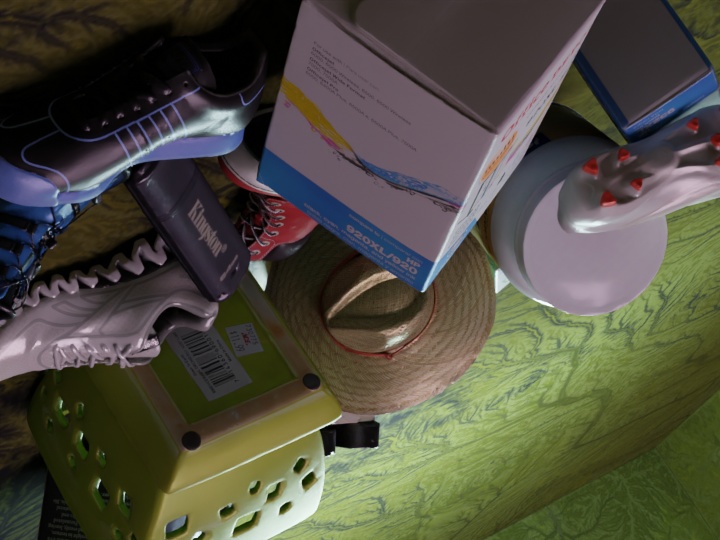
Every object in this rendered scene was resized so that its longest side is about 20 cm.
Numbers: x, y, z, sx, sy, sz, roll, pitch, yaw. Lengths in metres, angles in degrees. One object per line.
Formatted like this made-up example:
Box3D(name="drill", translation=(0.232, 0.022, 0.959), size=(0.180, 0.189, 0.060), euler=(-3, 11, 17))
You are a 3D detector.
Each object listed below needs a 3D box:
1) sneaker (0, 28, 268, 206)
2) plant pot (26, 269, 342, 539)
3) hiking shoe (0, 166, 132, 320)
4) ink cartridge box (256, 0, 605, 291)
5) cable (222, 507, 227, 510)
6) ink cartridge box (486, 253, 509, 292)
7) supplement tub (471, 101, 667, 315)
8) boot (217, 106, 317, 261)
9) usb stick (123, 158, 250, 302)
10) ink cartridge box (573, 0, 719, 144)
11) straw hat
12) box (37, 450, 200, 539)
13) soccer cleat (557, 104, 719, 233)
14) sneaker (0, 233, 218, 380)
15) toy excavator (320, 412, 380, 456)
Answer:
Box3D(name="sneaker", translation=(-0.140, -0.100, 0.933), size=(0.199, 0.070, 0.078), euler=(-22, 151, -41))
Box3D(name="plant pot", translation=(-0.141, 0.117, 1.276), size=(0.197, 0.201, 0.182), euler=(-21, 152, -32))
Box3D(name="hiking shoe", translation=(-0.222, -0.011, 0.972), size=(0.199, 0.087, 0.075), euler=(-32, 162, -6))
Box3D(name="ink cartridge box", translation=(0.041, -0.119, 0.989), size=(0.148, 0.144, 0.201), euler=(-51, 172, -29))
Box3D(name="cable", translation=(-0.142, 0.186, 1.489), size=(0.097, 0.050, 0.202), euler=(-89, -171, -75))
Box3D(name="ink cartridge box", translation=(0.157, -0.037, 1.550), size=(0.104, 0.059, 0.200), euler=(-39, 170, -3))
Box3D(name="supplement tub", translation=(0.168, -0.054, 1.306), size=(0.144, 0.145, 0.200), euler=(-34, -158, 2))
Box3D(name="boot", translation=(-0.071, -0.051, 1.163), size=(0.144, 0.073, 0.199), euler=(-40, 164, 24))
Box3D(name="usb stick", translation=(-0.121, -0.039, 1.090), size=(0.056, 0.032, 0.200), euler=(-66, 158, -20))
Box3D(name="ink cartridge box", translation=(0.222, -0.166, 1.241), size=(0.083, 0.146, 0.200), euler=(-35, 161, 10))
Box3D(name="straw hat", translation=(0.014, 0.026, 1.277), size=(0.200, 0.202, 0.085), euler=(-34, 179, 2))
Box3D(name="box", translation=(-0.223, 0.285, 1.501), size=(0.122, 0.201, 0.200), euler=(5, 170, 16))
Box3D(name="soccer cleat", translation=(0.238, -0.076, 1.173), size=(0.198, 0.070, 0.078), euler=(-16, 164, -14))
Box3D(name="sneaker", translation=(-0.199, 0.041, 1.160), size=(0.198, 0.082, 0.075), euler=(-26, 162, -18))
Box3D(name="toy excavator", translation=(-0.059, 0.116, 1.513), size=(0.198, 0.101, 0.193), euler=(2, -179, 41))
